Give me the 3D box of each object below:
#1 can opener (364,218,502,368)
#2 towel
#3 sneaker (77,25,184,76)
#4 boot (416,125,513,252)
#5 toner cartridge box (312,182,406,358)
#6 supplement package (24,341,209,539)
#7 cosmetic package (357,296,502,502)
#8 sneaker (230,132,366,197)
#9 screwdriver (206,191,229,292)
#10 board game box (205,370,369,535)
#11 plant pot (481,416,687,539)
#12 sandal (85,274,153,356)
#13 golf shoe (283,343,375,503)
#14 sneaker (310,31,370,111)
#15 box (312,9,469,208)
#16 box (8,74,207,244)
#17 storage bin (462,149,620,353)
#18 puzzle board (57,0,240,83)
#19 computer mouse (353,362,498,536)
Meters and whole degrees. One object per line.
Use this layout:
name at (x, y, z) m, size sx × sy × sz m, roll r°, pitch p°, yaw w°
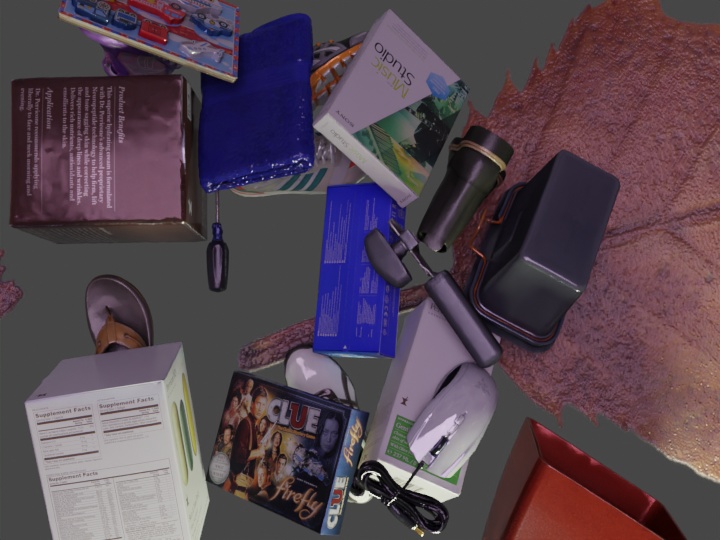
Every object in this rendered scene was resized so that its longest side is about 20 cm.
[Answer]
can opener at (0.079, 0.031, 1.071) m, size 0.066 × 0.053 × 0.202 m, roll -35°, pitch 83°, yaw 7°
towel at (-0.118, -0.192, 1.102) m, size 0.145 × 0.050 × 0.204 m, roll -11°, pitch 64°, yaw 18°
sneaker at (-0.273, -0.257, 1.117) m, size 0.088 × 0.200 × 0.081 m, roll -42°, pitch 78°, yaw 13°
boot at (0.104, -0.078, 1.090) m, size 0.077 × 0.200 × 0.140 m, roll 30°, pitch 86°, yaw 8°
toner cartridge box at (0.000, 0.000, 1.133) m, size 0.093 × 0.043 × 0.205 m, roll -1°, pitch 78°, yaw 31°
supplement package at (-0.264, 0.207, 1.064) m, size 0.147 × 0.152 × 0.205 m, roll -8°, pitch 101°, yaw -1°
cosmetic package at (0.080, 0.149, 1.091) m, size 0.106 × 0.085 × 0.203 m, roll 22°, pitch 65°, yaw -8°
sneaker at (-0.073, -0.131, 1.147) m, size 0.195 × 0.093 × 0.072 m, roll -7°, pitch 85°, yaw 0°
screwdriver at (-0.180, -0.075, 1.171) m, size 0.029 × 0.028 × 0.205 m, roll -4°, pitch 89°, yaw -38°
board game box at (-0.088, 0.203, 1.089) m, size 0.197 × 0.034 × 0.138 m, roll 10°, pitch 83°, yaw 41°
plant pot at (0.232, 0.313, 1.068) m, size 0.198 × 0.200 × 0.178 m, roll 32°, pitch 96°, yaw 3°
sandal at (-0.291, 0.105, 1.145) m, size 0.080 × 0.055 × 0.205 m, roll -5°, pitch 86°, yaw 1°
golf shoe at (-0.031, 0.177, 1.122) m, size 0.077 × 0.095 × 0.203 m, roll -29°, pitch 84°, yaw -1°
sneaker at (-0.063, -0.243, 1.169) m, size 0.198 × 0.079 × 0.078 m, roll -32°, pitch 68°, yaw -9°
box at (0.042, -0.192, 1.113) m, size 0.144 × 0.036 × 0.202 m, roll 39°, pitch 54°, yaw -17°
box at (-0.287, -0.123, 1.110) m, size 0.195 × 0.164 × 0.170 m, roll 0°, pitch 84°, yaw 0°
storage bin at (0.207, -0.036, 1.084) m, size 0.144 × 0.135 × 0.202 m, roll 27°, pitch 62°, yaw -1°
puzzle board at (-0.227, -0.292, 1.063) m, size 0.196 × 0.017 × 0.153 m, roll 17°, pitch 42°, yaw -22°
computer mouse at (0.087, 0.175, 1.011) m, size 0.109 × 0.044 × 0.201 m, roll 39°, pitch 63°, yaw -1°
